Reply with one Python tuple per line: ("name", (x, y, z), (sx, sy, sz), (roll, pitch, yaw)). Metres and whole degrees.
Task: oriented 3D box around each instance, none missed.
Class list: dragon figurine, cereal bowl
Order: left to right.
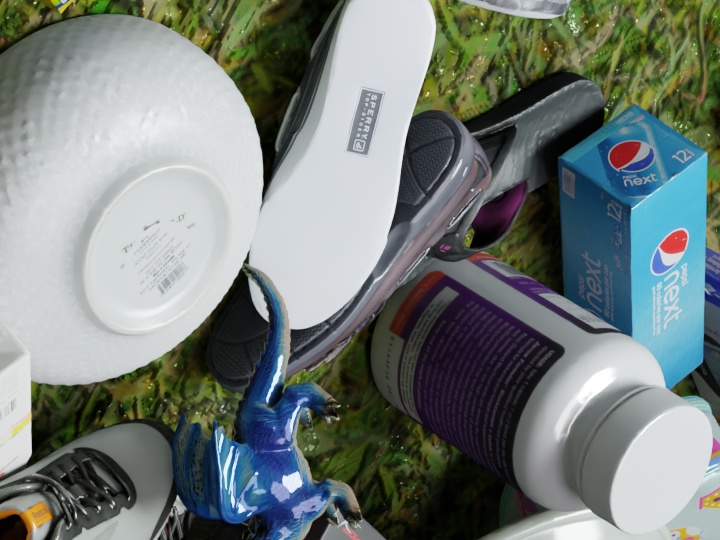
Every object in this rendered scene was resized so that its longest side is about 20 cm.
("cereal bowl", (-0.127, -0.027, 1.333), (0.200, 0.083, 0.200), (-22, 126, -34))
("dragon figurine", (-0.062, 0.101, 1.367), (0.099, 0.059, 0.200), (-13, 95, -23))

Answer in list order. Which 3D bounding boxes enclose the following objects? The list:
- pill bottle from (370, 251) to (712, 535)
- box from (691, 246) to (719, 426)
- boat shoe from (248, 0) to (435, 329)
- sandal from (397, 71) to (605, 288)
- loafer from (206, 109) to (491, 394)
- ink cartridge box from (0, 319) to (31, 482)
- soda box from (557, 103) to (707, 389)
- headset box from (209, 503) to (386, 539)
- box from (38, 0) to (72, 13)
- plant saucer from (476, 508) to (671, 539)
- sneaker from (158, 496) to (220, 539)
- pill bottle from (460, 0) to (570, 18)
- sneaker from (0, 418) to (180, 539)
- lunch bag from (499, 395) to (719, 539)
("pill bottle", (0.108, 0.073, 1.525), (0.111, 0.200, 0.112), (-22, 127, -33))
("box", (0.263, 0.057, 1.724), (0.041, 0.119, 0.200), (-42, 136, -17))
("boat shoe", (-0.015, -0.067, 1.424), (0.072, 0.068, 0.200), (14, 97, -13))
("sandal", (0.076, -0.052, 1.534), (0.200, 0.048, 0.075), (-36, 134, -22))
("loafer", (0.000, 0.000, 1.465), (0.200, 0.072, 0.063), (-47, 144, 4))
("ink cartridge box", (-0.226, 0.086, 1.279), (0.116, 0.068, 0.200), (-39, 167, -20))
("soda box", (0.170, -0.003, 1.618), (0.068, 0.064, 0.200), (-36, 145, -23))
("headset box", (-0.048, 0.236, 1.460), (0.200, 0.077, 0.149), (-60, 138, -14))
("box", (-0.110, -0.222, 1.240), (0.200, 0.070, 0.064), (-48, 136, -11))
("plant saucer", (0.110, 0.220, 1.599), (0.200, 0.050, 0.200), (-18, 145, -13))
("sneaker", (-0.135, 0.159, 1.435), (0.200, 0.082, 0.078), (-24, 128, -33))
("pill bottle", (0.090, -0.245, 1.391), (0.106, 0.106, 0.200), (1, 112, -44))
("sneaker", (-0.157, 0.132, 1.335), (0.200, 0.074, 0.079), (-35, 165, -44))
("lunch bag", (0.163, 0.169, 1.682), (0.160, 0.077, 0.200), (-18, 145, -13))
